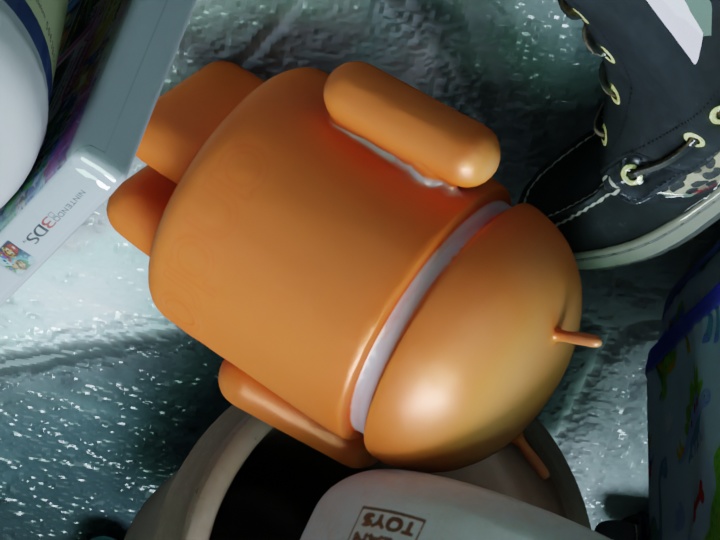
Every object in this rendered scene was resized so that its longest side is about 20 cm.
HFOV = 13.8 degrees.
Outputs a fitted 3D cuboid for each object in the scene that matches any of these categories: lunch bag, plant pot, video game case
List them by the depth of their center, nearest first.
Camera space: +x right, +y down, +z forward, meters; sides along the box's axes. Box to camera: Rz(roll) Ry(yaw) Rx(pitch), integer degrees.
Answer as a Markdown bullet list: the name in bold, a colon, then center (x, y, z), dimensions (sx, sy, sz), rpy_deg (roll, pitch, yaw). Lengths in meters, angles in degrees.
- **video game case**: center (-0.107, -0.058, 1.046), dimensions (0.024, 0.201, 0.182), rpy_deg (33, 135, -16)
- **lunch bag**: center (0.167, 0.058, 1.160), dimensions (0.082, 0.162, 0.200), rpy_deg (5, 165, -8)
- **plant pot**: center (-0.023, 0.140, 1.300), dimensions (0.200, 0.201, 0.174), rpy_deg (26, 162, -23)

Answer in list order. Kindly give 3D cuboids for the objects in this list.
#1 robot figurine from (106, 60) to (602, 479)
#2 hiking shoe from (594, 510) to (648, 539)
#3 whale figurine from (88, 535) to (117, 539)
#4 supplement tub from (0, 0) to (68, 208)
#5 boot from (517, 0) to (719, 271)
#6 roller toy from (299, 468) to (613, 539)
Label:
- **robot figurine**: center (0.000, 0.001, 1.140), dimensions (0.200, 0.144, 0.117), rpy_deg (33, -178, 16)
- **hiking shoe**: center (0.155, 0.147, 1.365), dimensions (0.100, 0.076, 0.200), rpy_deg (25, 139, -27)
- **whale figurine**: center (-0.067, 0.201, 1.468), dimensions (0.200, 0.104, 0.159), rpy_deg (43, 135, -5)
- **supplement tub**: center (-0.161, -0.122, 0.974), dimensions (0.144, 0.201, 0.145), rpy_deg (4, 141, 3)
- **boot**: center (0.094, -0.088, 1.093), dimensions (0.154, 0.074, 0.203), rpy_deg (38, 140, -22)
- **roller toy**: center (0.050, 0.161, 1.133), dimensions (0.182, 0.140, 0.200), rpy_deg (24, 164, 3)
